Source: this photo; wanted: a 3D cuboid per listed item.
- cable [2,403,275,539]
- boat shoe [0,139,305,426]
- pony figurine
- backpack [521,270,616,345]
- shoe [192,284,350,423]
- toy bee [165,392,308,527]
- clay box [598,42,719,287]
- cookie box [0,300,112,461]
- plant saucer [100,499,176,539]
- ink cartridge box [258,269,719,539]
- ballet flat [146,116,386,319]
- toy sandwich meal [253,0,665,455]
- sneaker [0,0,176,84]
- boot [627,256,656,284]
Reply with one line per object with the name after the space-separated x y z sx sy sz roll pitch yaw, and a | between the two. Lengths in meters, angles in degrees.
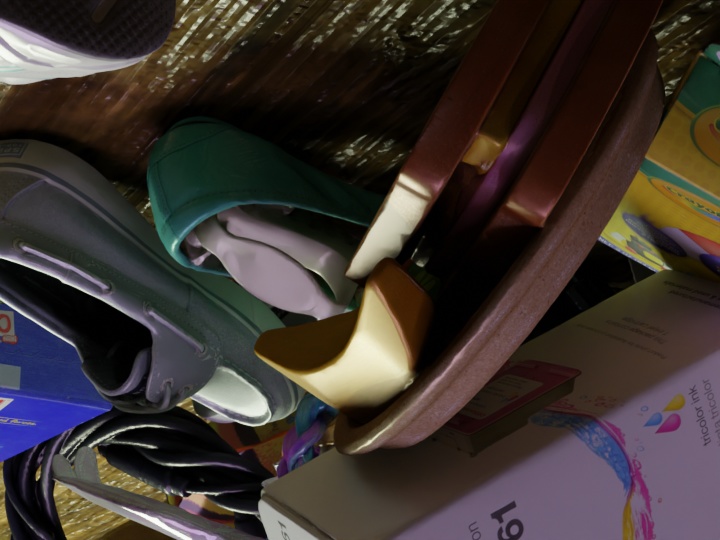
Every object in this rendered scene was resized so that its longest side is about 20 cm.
-0.110 0.148 0.940 0.200 0.051 0.163 37 125 7 | cable
-0.102 0.026 0.768 0.070 0.072 0.201 -13 138 38 | boat shoe
-0.027 0.137 0.765 0.166 0.200 0.193 -4 -178 -37 | pony figurine
0.091 0.121 0.880 0.200 0.176 0.153 -41 143 12 | backpack
-0.010 0.035 0.873 0.091 0.072 0.200 15 151 -24 | shoe
-0.018 0.084 0.987 0.200 0.109 0.131 -24 -145 -28 | toy bee
0.154 -0.019 0.641 0.115 0.048 0.200 30 175 6 | clay box
-0.245 0.049 0.900 0.171 0.075 0.200 14 156 -34 | cookie box
-0.023 0.157 1.067 0.200 0.049 0.200 -1 -166 37 | plant saucer
0.079 0.110 0.662 0.200 0.145 0.085 -26 -158 -20 | ink cartridge box
0.000 0.000 0.731 0.200 0.070 0.067 19 138 -24 | ballet flat
0.033 -0.024 0.609 0.070 0.205 0.205 36 152 -6 | toy sandwich meal
-0.158 -0.091 0.525 0.200 0.071 0.080 15 158 -38 | sneaker
0.177 0.023 0.849 0.064 0.187 0.200 -30 -175 7 | boot
